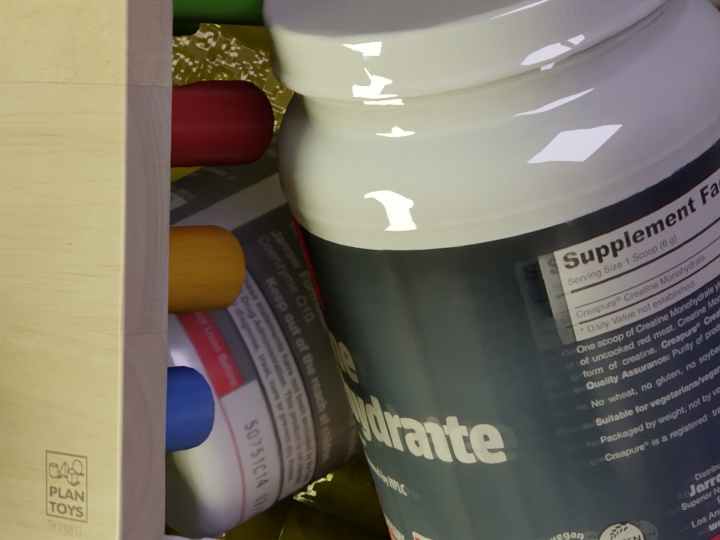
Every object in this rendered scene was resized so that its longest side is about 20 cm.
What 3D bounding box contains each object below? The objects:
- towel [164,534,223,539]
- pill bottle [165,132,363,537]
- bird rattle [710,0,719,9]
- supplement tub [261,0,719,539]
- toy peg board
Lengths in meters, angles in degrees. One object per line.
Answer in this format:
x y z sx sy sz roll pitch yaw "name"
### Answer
-0.129 0.152 0.741 0.199 0.031 0.150 5 110 -16 "towel"
0.000 0.000 0.813 0.199 0.114 0.114 -27 85 -22 "pill bottle"
0.128 -0.173 0.894 0.199 0.164 0.113 9 41 -11 "bird rattle"
0.056 -0.003 0.684 0.140 0.140 0.201 -27 116 -22 "supplement tub"
-0.106 -0.025 0.711 0.097 0.199 0.201 -5 97 -48 "toy peg board"
